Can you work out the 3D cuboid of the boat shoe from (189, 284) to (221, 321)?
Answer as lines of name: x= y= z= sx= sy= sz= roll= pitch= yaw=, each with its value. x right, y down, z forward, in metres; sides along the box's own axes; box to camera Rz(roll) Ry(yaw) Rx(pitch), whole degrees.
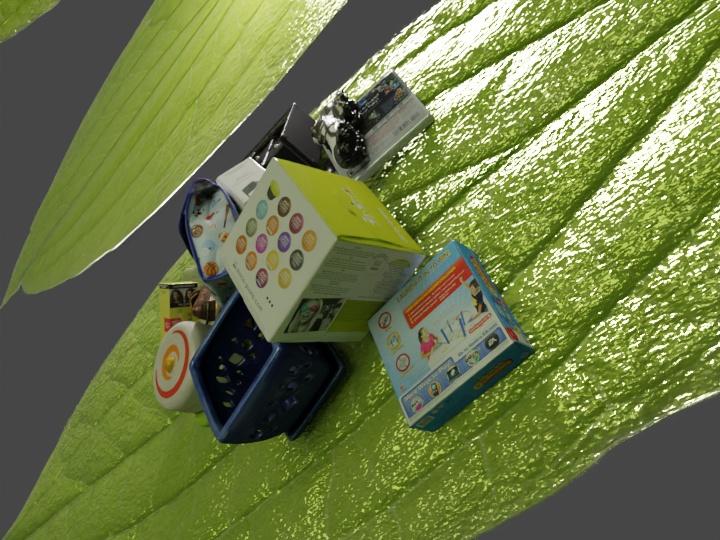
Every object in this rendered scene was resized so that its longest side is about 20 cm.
boat shoe: x=-0.322 y=0.059 z=1.305 sx=0.200 sy=0.067 sz=0.072 roll=-147 pitch=60 yaw=-71

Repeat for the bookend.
bookend: x=-0.176 y=-0.216 z=1.286 sx=0.200 sy=0.092 sz=0.199 roll=-41 pitch=23 yaw=25

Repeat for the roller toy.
roller toy: x=-0.337 y=0.199 z=1.281 sx=0.200 sy=0.140 sz=0.183 roll=37 pitch=104 yaw=49

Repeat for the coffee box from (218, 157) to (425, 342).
coffee box: x=-0.063 y=-0.026 z=0.973 sx=0.198 sy=0.200 sz=0.200 roll=-55 pitch=52 yaw=24

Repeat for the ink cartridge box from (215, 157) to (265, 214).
ink cartridge box: x=-0.166 y=-0.096 z=1.161 sx=0.084 sy=0.146 sz=0.200 roll=-36 pitch=50 yaw=-16

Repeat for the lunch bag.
lunch bag: x=-0.260 y=-0.050 z=1.160 sx=0.124 sy=0.170 sz=0.200 roll=-19 pitch=70 yaw=-8

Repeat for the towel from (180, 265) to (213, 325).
towel: x=-0.379 y=0.063 z=1.478 sx=0.200 sy=0.036 sz=0.149 roll=2 pitch=75 yaw=47

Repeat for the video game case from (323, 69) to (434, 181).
video game case: x=0.024 y=-0.266 z=1.179 sx=0.200 sy=0.023 sz=0.182 roll=-40 pitch=46 yaw=14

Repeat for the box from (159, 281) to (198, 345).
box: x=-0.406 y=0.126 z=1.403 sx=0.050 sy=0.075 sz=0.200 roll=4 pitch=94 yaw=47

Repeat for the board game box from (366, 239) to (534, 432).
board game box: x=0.120 y=0.094 z=0.905 sx=0.200 sy=0.056 sz=0.196 roll=-45 pitch=45 yaw=24

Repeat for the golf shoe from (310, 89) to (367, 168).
golf shoe: x=-0.044 y=-0.243 z=1.158 sx=0.094 sy=0.078 sz=0.200 roll=-30 pitch=39 yaw=27

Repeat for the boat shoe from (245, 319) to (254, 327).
boat shoe: x=-0.237 y=0.027 z=1.295 sx=0.072 sy=0.072 sz=0.200 roll=-19 pitch=-66 yaw=-86

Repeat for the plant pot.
plant pot: x=-0.152 y=0.167 z=1.071 sx=0.200 sy=0.180 sz=0.200 roll=-56 pitch=42 yaw=13

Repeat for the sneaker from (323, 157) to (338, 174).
sneaker: x=-0.063 y=-0.152 z=1.193 sx=0.075 sy=0.079 sz=0.200 roll=-27 pitch=45 yaw=36
